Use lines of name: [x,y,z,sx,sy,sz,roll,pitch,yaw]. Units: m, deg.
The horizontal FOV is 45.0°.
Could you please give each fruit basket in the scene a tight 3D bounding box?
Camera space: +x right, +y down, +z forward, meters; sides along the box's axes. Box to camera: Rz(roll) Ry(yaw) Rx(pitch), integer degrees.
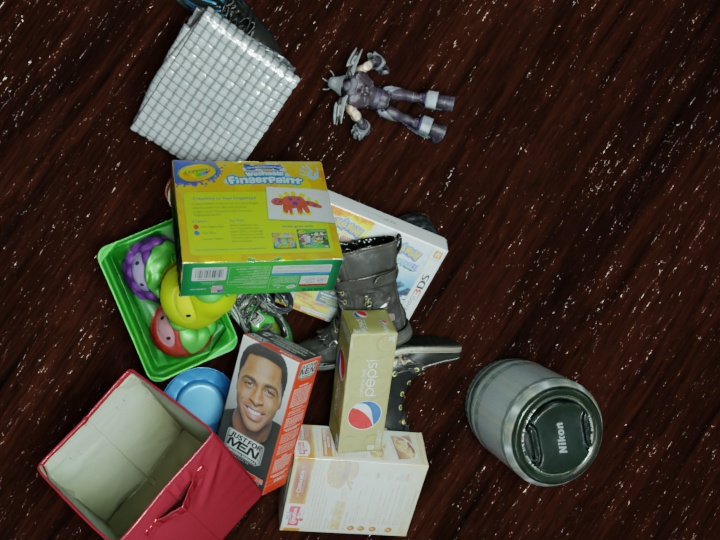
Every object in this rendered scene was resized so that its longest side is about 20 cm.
fruit basket: [-0.249,0.037,1.178,0.154,0.215,0.217,-23,102,-11]

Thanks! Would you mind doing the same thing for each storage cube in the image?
storage cube: [-0.262,0.271,1.111,0.171,0.199,0.180,-49,144,-20]

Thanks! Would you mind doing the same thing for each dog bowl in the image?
dog bowl: [-0.224,0.235,1.286,0.111,0.050,0.202,-20,101,-12]

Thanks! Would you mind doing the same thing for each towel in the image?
towel: [-0.199,-0.242,1.197,0.165,0.086,0.201,32,110,-15]

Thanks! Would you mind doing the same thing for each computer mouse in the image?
computer mouse: [-0.159,-0.021,1.250,0.058,0.034,0.201,-22,76,-36]

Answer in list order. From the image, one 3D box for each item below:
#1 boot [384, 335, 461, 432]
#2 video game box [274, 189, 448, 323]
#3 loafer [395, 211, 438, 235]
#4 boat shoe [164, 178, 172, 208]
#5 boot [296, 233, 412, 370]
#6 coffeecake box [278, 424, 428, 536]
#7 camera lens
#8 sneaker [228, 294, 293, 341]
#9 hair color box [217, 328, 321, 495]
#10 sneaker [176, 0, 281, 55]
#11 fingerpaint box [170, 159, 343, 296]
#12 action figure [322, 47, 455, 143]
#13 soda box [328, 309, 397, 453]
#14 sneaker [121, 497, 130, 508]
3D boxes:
boot: [0.062,0.184,1.344,0.198,0.073,0.152,-7,100,-15]
video game box: [0.000,0.000,1.261,0.198,0.047,0.183,21,115,-13]
loafer: [0.020,-0.031,1.311,0.198,0.073,0.073,-17,122,6]
boat shoe: [-0.176,-0.087,1.216,0.198,0.063,0.072,17,101,-20]
boot: [-0.023,0.038,1.222,0.198,0.069,0.175,-18,120,-3]
coffeecake box: [-0.015,0.315,1.302,0.198,0.073,0.155,6,123,-11]
camera lens: [0.262,0.227,1.336,0.158,0.200,0.162,-2,97,-15]
sneaker: [-0.158,0.047,1.263,0.078,0.085,0.201,-39,104,-7]
hair color box: [-0.133,0.194,1.206,0.101,0.061,0.202,22,104,26]
sneaker: [-0.190,-0.353,1.207,0.200,0.082,0.073,40,83,-17]
fingerpaint box: [-0.137,-0.056,1.111,0.198,0.074,0.168,-2,54,-18]
action figure: [0.036,-0.250,1.290,0.198,0.069,0.131,16,99,-12]
soda box: [0.002,0.155,1.216,0.067,0.064,0.202,-1,119,-15]
sneaker: [-0.342,0.306,1.246,0.200,0.082,0.077,41,86,-16]
